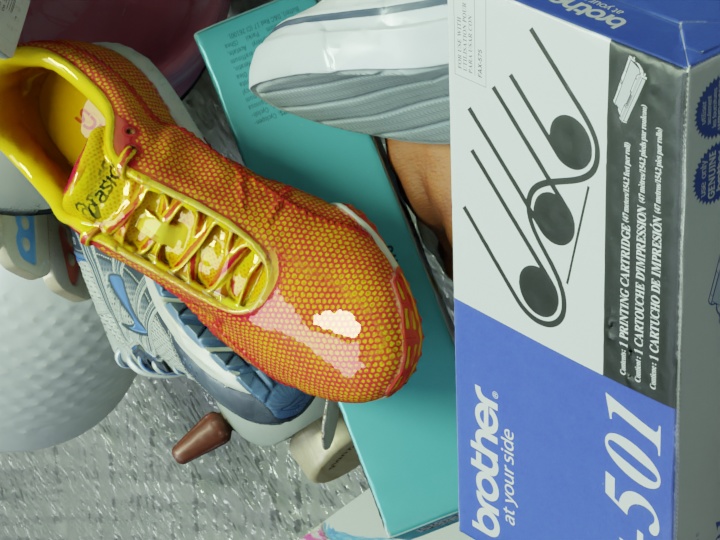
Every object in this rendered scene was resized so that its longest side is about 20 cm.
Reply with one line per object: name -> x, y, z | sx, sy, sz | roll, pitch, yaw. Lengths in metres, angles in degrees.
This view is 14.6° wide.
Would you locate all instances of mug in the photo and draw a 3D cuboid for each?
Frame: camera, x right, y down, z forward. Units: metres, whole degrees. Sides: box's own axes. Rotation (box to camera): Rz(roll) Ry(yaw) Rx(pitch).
mug -> -0.175, -0.031, 1.386 | 0.200, 0.148, 0.175 | 58, 154, 14

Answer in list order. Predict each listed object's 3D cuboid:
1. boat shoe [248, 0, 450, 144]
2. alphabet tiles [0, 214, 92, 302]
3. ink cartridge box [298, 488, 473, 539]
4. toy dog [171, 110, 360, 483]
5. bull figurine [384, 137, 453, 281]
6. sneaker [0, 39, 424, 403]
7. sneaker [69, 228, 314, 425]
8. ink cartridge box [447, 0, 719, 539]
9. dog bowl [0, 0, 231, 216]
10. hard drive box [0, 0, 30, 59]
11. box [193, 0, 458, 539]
boat shoe -> 0.040, -0.087, 0.935 | 0.074, 0.067, 0.200 | 25, 163, -37
alphabet tiles -> -0.148, -0.092, 1.218 | 0.200, 0.015, 0.196 | 33, -131, -62
ink cartridge box -> 0.022, 0.174, 1.177 | 0.087, 0.200, 0.145 | 27, 144, 45
toy dog -> -0.041, 0.033, 1.249 | 0.132, 0.096, 0.200 | 41, 154, 33
bull figurine -> 0.073, -0.002, 0.988 | 0.200, 0.065, 0.121 | 49, 162, 49
sneaker -> -0.063, -0.013, 0.992 | 0.200, 0.077, 0.073 | 35, 114, 26
sneaker -> -0.067, 0.012, 1.161 | 0.200, 0.077, 0.085 | -129, 36, -49
ink cartridge box -> 0.074, 0.008, 0.843 | 0.094, 0.044, 0.200 | 27, 131, 40
dog bowl -> -0.138, -0.127, 1.116 | 0.074, 0.200, 0.200 | -32, 91, 49
hard drive box -> -0.159, -0.195, 0.967 | 0.077, 0.200, 0.156 | 9, 165, 27
box -> 0.000, 0.000, 1.052 | 0.082, 0.049, 0.200 | 47, -158, -82
